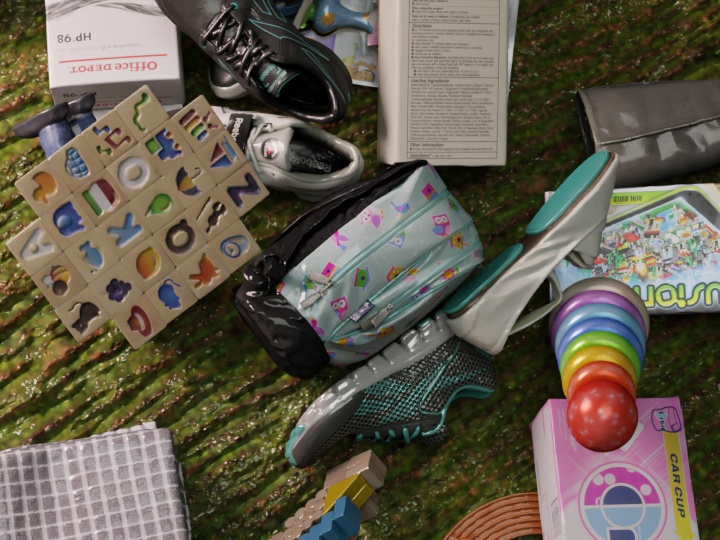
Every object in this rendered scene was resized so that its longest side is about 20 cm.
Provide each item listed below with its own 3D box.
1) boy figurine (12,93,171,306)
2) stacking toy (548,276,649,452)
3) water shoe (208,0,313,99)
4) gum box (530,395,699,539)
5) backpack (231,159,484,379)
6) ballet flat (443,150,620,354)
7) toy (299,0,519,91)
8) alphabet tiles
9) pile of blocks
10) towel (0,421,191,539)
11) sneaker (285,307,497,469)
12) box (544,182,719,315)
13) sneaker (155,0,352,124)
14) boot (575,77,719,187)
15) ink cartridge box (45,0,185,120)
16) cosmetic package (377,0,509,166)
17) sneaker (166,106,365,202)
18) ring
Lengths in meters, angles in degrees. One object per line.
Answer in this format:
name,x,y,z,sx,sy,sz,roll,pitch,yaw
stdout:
boy figurine,-0.209,-0.047,1.425,0.064,0.124,0.202,-22,97,31
stacking toy,0.189,0.083,1.342,0.084,0.200,0.086,3,115,6
water shoe,-0.083,-0.245,1.471,0.071,0.079,0.201,38,94,42
gum box,0.208,0.208,1.376,0.112,0.066,0.202,0,67,-9
backpack,0.000,0.000,1.395,0.199,0.167,0.127,-36,96,-8
ballet flat,0.154,-0.010,1.402,0.069,0.069,0.200,43,82,9
toy,0.041,-0.218,1.511,0.197,0.047,0.117,8,76,0
alphabet tiles,-0.178,-0.042,1.377,0.199,0.006,0.167,-38,106,-10
pile of blocks,-0.038,0.239,1.366,0.200,0.082,0.062,-46,116,-10
towel,-0.214,0.226,1.355,0.164,0.086,0.202,-10,75,-7
sneaker,0.031,0.113,1.408,0.199,0.078,0.092,-34,83,-10
box,0.258,-0.017,1.441,0.197,0.035,0.112,-3,90,8
sneaker,-0.086,-0.190,1.412,0.199,0.079,0.076,32,110,-17
boot,0.301,-0.097,1.481,0.198,0.073,0.183,-11,63,-12
ink cartridge box,-0.213,-0.207,1.483,0.114,0.067,0.203,-5,75,-5
cosmetic package,0.070,-0.190,1.452,0.102,0.073,0.203,0,95,-13
sneaker,-0.091,-0.105,1.435,0.197,0.088,0.075,5,82,-11
ring,0.147,0.282,1.395,0.198,0.019,0.203,1,74,-4
